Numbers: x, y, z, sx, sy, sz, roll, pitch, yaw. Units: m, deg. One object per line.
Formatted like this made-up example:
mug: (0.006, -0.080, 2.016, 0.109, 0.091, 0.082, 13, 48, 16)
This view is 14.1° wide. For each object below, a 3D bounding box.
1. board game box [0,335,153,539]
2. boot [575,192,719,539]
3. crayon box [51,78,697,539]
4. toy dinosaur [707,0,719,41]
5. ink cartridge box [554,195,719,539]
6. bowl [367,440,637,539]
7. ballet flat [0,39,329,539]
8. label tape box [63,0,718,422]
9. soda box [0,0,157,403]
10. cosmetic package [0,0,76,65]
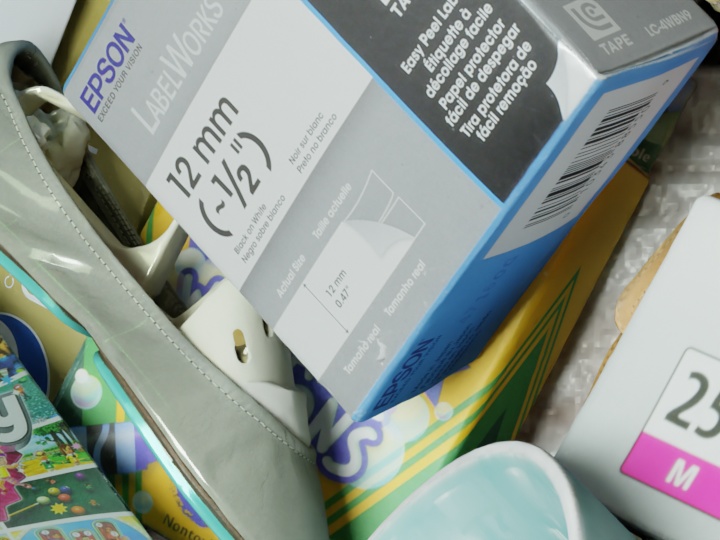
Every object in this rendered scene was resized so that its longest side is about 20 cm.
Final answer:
board game box: (-0.143, 0.094, 0.834, 0.200, 0.147, 0.064, 48, 139, 39)
boot: (0.152, 0.021, 0.823, 0.144, 0.071, 0.201, 47, 112, 24)
crayon box: (0.000, 0.000, 0.896, 0.126, 0.052, 0.200, 28, 91, 21)
toy dinosaur: (0.051, -0.112, 0.854, 0.200, 0.101, 0.058, 22, 79, 41)
ink cartridge box: (0.166, 0.018, 0.745, 0.200, 0.044, 0.174, 24, 84, 45)
bowl: (0.043, 0.158, 0.772, 0.201, 0.105, 0.201, -52, 20, 28)
ballet flat: (-0.059, 0.008, 0.854, 0.064, 0.067, 0.200, -44, 70, 3)
label tape box: (-0.017, -0.079, 0.814, 0.200, 0.066, 0.143, 46, 130, 14)
soda box: (-0.091, 0.009, 0.963, 0.064, 0.068, 0.200, 25, 99, 29)
cosmetic package: (-0.150, -0.087, 0.975, 0.151, 0.052, 0.200, 36, 106, 57)
